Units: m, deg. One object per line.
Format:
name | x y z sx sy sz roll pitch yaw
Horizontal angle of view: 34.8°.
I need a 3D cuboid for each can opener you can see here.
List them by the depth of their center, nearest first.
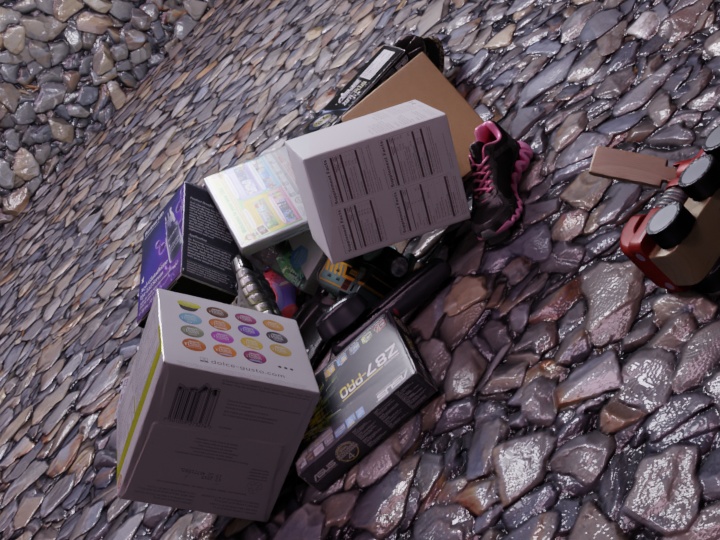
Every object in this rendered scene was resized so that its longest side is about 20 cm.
can opener | 0.038 0.050 1.546 0.200 0.079 0.063 -32 27 0

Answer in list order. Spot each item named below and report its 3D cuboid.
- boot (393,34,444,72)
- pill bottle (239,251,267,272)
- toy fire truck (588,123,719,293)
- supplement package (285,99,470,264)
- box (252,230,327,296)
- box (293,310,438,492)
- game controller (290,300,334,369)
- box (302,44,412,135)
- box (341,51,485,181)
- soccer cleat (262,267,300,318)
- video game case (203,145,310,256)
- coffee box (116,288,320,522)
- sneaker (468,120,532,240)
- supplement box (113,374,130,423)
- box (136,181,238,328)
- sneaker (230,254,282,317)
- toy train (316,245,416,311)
boot | 0.085 -0.308 1.958 0.151 0.073 0.201 -39 -38 -65
pill bottle | -0.213 -0.048 1.988 0.111 0.111 0.200 -45 26 -1
toy fire truck | 0.331 -0.075 1.250 0.176 0.129 0.200 -53 16 -15
supplement package | 0.021 -0.125 1.567 0.199 0.151 0.152 -19 18 -8
box | -0.107 -0.067 1.805 0.200 0.036 0.145 32 92 41
box | -0.006 0.163 1.457 0.200 0.049 0.161 -42 29 10
game controller | -0.099 0.129 1.666 0.104 0.042 0.200 15 63 44
box | 0.037 -0.229 1.828 0.200 0.164 0.086 -47 26 -3
box | 0.092 -0.206 1.712 0.163 0.021 0.200 -39 71 1
soccer cleat | -0.136 0.031 1.802 0.067 0.076 0.200 -36 28 15
video game case | -0.130 -0.117 1.773 0.181 0.022 0.200 -23 44 -10
coffee box | -0.190 0.170 1.470 0.198 0.199 0.201 -114 42 -62
sneaker | 0.174 -0.127 1.564 0.079 0.095 0.201 -23 35 34
supplement box | -0.301 0.176 1.852 0.200 0.061 0.109 -34 28 19
box | -0.271 -0.012 1.815 0.148 0.104 0.201 -45 36 36
sneaker | -0.174 0.075 1.665 0.115 0.075 0.200 -38 53 11
toy train | 0.000 0.000 1.653 0.114 0.085 0.200 -58 27 -5
